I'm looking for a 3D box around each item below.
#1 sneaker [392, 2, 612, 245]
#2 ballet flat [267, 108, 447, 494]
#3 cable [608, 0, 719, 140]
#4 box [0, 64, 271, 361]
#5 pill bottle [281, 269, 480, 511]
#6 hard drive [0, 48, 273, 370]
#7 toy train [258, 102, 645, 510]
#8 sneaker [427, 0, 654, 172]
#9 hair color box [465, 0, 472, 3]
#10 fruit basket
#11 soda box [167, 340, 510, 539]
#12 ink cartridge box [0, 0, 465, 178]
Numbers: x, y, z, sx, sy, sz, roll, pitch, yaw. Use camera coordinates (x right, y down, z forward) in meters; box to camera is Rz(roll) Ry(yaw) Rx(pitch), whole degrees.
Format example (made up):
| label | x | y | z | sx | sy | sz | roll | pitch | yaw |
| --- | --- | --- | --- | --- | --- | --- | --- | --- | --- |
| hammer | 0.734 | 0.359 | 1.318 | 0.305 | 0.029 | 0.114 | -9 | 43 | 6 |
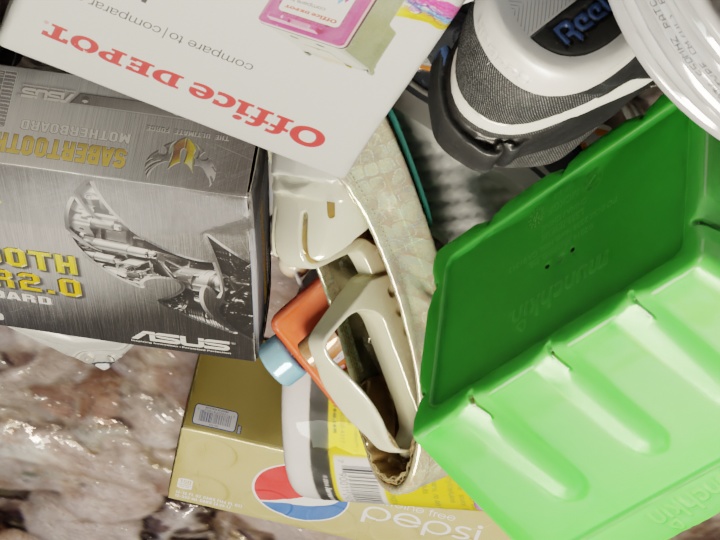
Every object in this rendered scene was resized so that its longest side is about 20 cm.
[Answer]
| label | x | y | z | sx | sy | sz | roll | pitch | yaw |
| --- | --- | --- | --- | --- | --- | --- | --- | --- | --- |
| sneaker | 0.015 | -0.079 | 1.107 | 0.200 | 0.079 | 0.079 | 37 | 141 | 8 |
| ballet flat | 0.000 | 0.000 | 1.065 | 0.067 | 0.062 | 0.201 | 4 | 122 | 55 |
| cable | 0.167 | -0.128 | 0.890 | 0.199 | 0.201 | 0.069 | 4 | 170 | -26 |
| box | -0.138 | -0.027 | 1.141 | 0.199 | 0.049 | 0.159 | 8 | 154 | 2 |
| pill bottle | 0.070 | 0.057 | 1.228 | 0.199 | 0.112 | 0.112 | 4 | 142 | 9 |
| hard drive | -0.128 | -0.035 | 1.222 | 0.139 | 0.038 | 0.200 | 27 | 139 | -21 |
| toy train | 0.057 | 0.020 | 1.139 | 0.199 | 0.056 | 0.151 | -34 | 92 | 14 |
| sneaker | 0.101 | -0.102 | 0.960 | 0.073 | 0.199 | 0.112 | 57 | 151 | 9 |
| hair color box | 0.024 | -0.191 | 0.963 | 0.101 | 0.062 | 0.200 | -15 | 135 | 29 |
| fruit basket | 0.148 | 0.030 | 1.009 | 0.214 | 0.156 | 0.216 | 5 | 143 | 4 |
| soda box | 0.009 | 0.093 | 1.329 | 0.199 | 0.064 | 0.068 | 14 | 142 | -2 |
| ink cartridge box | -0.027 | -0.137 | 0.928 | 0.144 | 0.085 | 0.200 | 21 | 144 | -12 |
